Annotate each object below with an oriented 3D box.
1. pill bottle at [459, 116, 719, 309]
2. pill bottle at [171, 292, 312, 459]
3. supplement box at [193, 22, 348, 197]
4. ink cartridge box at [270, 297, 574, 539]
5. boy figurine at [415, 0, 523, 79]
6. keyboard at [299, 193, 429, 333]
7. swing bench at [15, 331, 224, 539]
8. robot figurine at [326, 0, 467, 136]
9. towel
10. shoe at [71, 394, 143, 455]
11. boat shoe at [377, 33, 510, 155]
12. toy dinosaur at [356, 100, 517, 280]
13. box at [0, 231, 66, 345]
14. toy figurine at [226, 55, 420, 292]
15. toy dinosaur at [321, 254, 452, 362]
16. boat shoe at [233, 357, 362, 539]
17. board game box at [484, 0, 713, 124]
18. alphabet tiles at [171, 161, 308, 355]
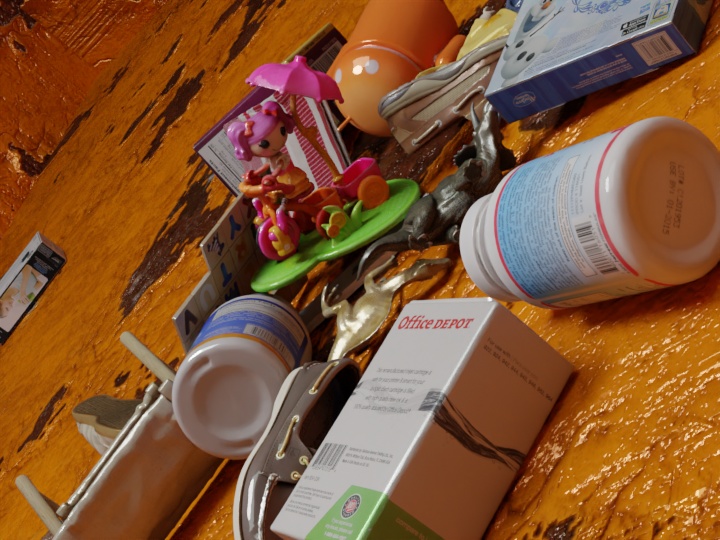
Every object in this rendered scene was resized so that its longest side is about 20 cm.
[{"bbox_3d":[0.156,-0.032,1.073,0.199,0.109,0.109,-16,40,59],"label":"pill bottle"},{"bbox_3d":[-0.104,0.088,1.437,0.112,0.112,0.200,-47,7,14],"label":"pill bottle"},{"bbox_3d":[-0.091,-0.191,1.908,0.200,0.103,0.131,-36,10,39],"label":"supplement box"},{"bbox_3d":[0.042,0.125,1.091,0.201,0.084,0.145,-58,20,-16],"label":"ink cartridge box"},{"bbox_3d":[0.135,-0.239,1.569,0.200,0.064,0.124,-46,22,9],"label":"boy figurine"},{"bbox_3d":[0.000,0.000,1.539,0.200,0.011,0.056,-43,15,25],"label":"keyboard"},{"bbox_3d":[-0.223,0.196,1.529,0.199,0.130,0.200,-52,24,-2],"label":"swing bench"},{"bbox_3d":[0.040,-0.229,1.690,0.117,0.143,0.201,106,-173,-54],"label":"robot figurine"},{"bbox_3d":[-0.081,-0.130,1.779,0.023,0.145,0.199,-24,1,-34],"label":"towel"},{"bbox_3d":[-0.283,0.185,1.813,0.069,0.054,0.200,-24,13,-23],"label":"shoe"},{"bbox_3d":[0.115,-0.173,1.491,0.199,0.072,0.076,-25,-1,23],"label":"boat shoe"},{"bbox_3d":[0.080,-0.054,1.365,0.200,0.077,0.102,-51,9,5],"label":"toy dinosaur"},{"bbox_3d":[-0.635,0.032,2.888,0.201,0.060,0.117,-52,19,-1],"label":"box"},{"bbox_3d":[-0.065,-0.109,1.508,0.199,0.185,0.150,-35,21,-18],"label":"toy figurine"},{"bbox_3d":[-0.005,0.050,1.381,0.201,0.058,0.101,-52,20,1],"label":"toy dinosaur"},{"bbox_3d":[-0.047,0.156,1.270,0.059,0.072,0.201,-24,34,41],"label":"boat shoe"},{"bbox_3d":[0.220,-0.235,1.344,0.199,0.043,0.200,-17,39,43],"label":"board game box"},{"bbox_3d":[-0.120,0.015,1.550,0.007,0.168,0.201,12,49,28],"label":"alphabet tiles"}]
